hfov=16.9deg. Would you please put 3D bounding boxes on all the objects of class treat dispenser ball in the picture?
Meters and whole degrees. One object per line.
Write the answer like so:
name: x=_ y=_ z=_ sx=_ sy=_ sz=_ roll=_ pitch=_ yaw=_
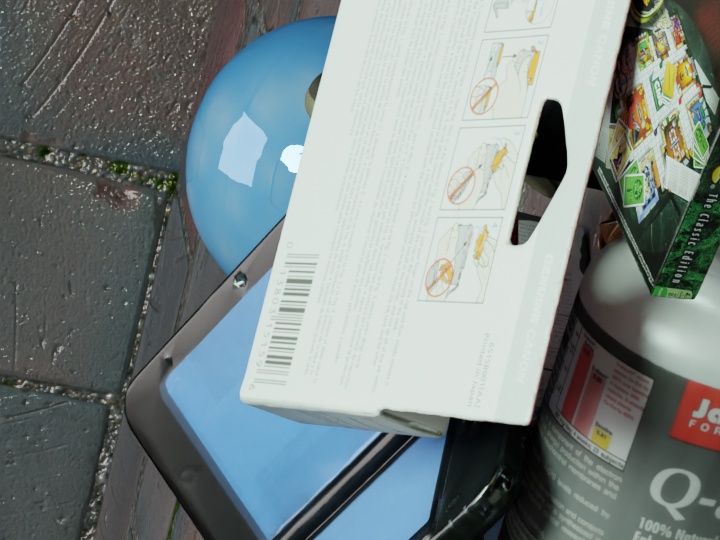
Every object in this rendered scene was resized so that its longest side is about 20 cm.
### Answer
treat dispenser ball: x=-0.015 y=-0.066 z=1.595 sx=0.201 sy=0.199 sz=0.202 roll=-169 pitch=90 yaw=-78

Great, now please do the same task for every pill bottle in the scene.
pill bottle: x=0.132 y=0.055 z=0.980 sx=0.116 sy=0.115 sz=0.201 roll=-104 pitch=27 yaw=-64

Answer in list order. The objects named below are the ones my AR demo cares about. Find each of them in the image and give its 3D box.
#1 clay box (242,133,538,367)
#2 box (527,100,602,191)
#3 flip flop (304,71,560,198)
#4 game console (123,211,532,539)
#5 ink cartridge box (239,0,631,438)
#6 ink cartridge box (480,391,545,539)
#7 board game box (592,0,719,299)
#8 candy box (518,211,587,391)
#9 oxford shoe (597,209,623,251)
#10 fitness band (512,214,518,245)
clay box: x=0.000 y=0.000 z=1.180 sx=0.200 sy=0.048 sz=0.115 roll=-50 pitch=4 yaw=-4
box: x=0.128 y=-0.157 z=1.225 sx=0.201 sy=0.078 sz=0.142 roll=-92 pitch=16 yaw=-47
flip flop: x=0.038 y=-0.066 z=1.374 sx=0.081 sy=0.199 sz=0.058 roll=37 pitch=109 yaw=36
game console: x=-0.026 y=0.076 z=1.045 sx=0.200 sy=0.116 sz=0.176 roll=-46 pitch=14 yaw=29
ink cartridge box: x=0.041 y=-0.034 z=0.968 sx=0.173 sy=0.043 sz=0.201 roll=3 pitch=75 yaw=48
ink cartridge box: x=0.054 y=0.158 z=1.137 sx=0.076 sy=0.135 sz=0.202 roll=-29 pitch=-60 yaw=-80
board game box: x=0.109 y=-0.089 z=0.924 sx=0.200 sy=0.023 sz=0.105 roll=-107 pitch=28 yaw=-53
candy box: x=0.070 y=0.095 z=1.353 sx=0.168 sy=0.071 sz=0.201 roll=115 pitch=163 yaw=-47
oxford shoe: x=0.139 y=0.009 z=1.111 sx=0.071 sy=0.071 sz=0.202 roll=166 pitch=112 yaw=-75
fitness band: x=0.039 y=0.040 z=1.306 sx=0.144 sy=0.037 sz=0.201 roll=-137 pitch=60 yaw=-72
